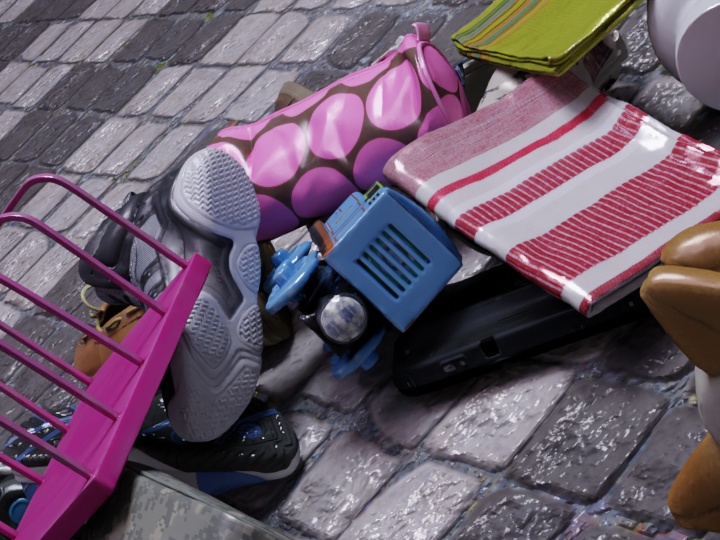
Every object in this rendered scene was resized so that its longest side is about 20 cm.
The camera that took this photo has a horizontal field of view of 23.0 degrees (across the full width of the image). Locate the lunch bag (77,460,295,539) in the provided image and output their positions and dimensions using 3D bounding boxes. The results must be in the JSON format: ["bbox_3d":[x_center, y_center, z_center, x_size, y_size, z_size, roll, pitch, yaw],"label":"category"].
[{"bbox_3d":[-0.089,0.207,0.915,0.200,0.139,0.169,11,72,61],"label":"lunch bag"}]

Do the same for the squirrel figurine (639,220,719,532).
[{"bbox_3d":[0.242,0.014,0.820,0.198,0.142,0.187,-1,32,32],"label":"squirrel figurine"}]

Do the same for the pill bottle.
[{"bbox_3d":[0.240,-0.187,1.134,0.112,0.113,0.201,-26,28,25],"label":"pill bottle"}]

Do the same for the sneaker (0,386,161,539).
[{"bbox_3d":[-0.202,0.153,1.239,0.199,0.074,0.082,-35,9,-3],"label":"sneaker"}]

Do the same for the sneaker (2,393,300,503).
[{"bbox_3d":[-0.131,0.129,1.156,0.198,0.078,0.076,-4,30,17],"label":"sneaker"}]

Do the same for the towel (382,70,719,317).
[{"bbox_3d":[0.124,-0.054,1.051,0.143,0.023,0.200,-31,40,-19],"label":"towel"}]

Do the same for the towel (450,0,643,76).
[{"bbox_3d":[0.123,-0.169,1.175,0.086,0.018,0.200,-43,18,-3],"label":"towel"}]

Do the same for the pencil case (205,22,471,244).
[{"bbox_3d":[-0.020,-0.090,1.229,0.199,0.094,0.091,-24,1,20],"label":"pencil case"}]

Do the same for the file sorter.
[{"bbox_3d":[-0.194,0.062,1.005,0.139,0.125,0.201,-47,15,35],"label":"file sorter"}]

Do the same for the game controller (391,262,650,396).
[{"bbox_3d":[0.108,0.018,1.075,0.199,0.042,0.104,-21,16,32],"label":"game controller"}]

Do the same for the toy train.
[{"bbox_3d":[0.000,0.000,1.141,0.114,0.087,0.200,-46,7,2],"label":"toy train"}]

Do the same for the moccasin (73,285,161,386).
[{"bbox_3d":[-0.168,0.047,1.297,0.201,0.073,0.079,160,110,-71],"label":"moccasin"}]

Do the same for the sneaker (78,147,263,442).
[{"bbox_3d":[-0.126,0.024,1.156,0.113,0.075,0.202,-17,59,33],"label":"sneaker"}]

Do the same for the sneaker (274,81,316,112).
[{"bbox_3d":[-0.041,-0.100,1.420,0.076,0.070,0.200,-56,20,-1],"label":"sneaker"}]

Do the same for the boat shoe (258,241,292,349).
[{"bbox_3d":[-0.101,0.002,1.329,0.067,0.072,0.201,-32,29,10],"label":"boat shoe"}]

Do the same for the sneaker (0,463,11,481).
[{"bbox_3d":[-0.321,0.209,1.290,0.080,0.077,0.201,7,52,44],"label":"sneaker"}]

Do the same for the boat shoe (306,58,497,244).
[{"bbox_3d":[0.032,-0.093,1.305,0.200,0.074,0.066,-49,39,0],"label":"boat shoe"}]

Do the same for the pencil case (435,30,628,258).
[{"bbox_3d":[0.120,-0.094,1.183,0.089,0.078,0.201,5,44,23],"label":"pencil case"}]
